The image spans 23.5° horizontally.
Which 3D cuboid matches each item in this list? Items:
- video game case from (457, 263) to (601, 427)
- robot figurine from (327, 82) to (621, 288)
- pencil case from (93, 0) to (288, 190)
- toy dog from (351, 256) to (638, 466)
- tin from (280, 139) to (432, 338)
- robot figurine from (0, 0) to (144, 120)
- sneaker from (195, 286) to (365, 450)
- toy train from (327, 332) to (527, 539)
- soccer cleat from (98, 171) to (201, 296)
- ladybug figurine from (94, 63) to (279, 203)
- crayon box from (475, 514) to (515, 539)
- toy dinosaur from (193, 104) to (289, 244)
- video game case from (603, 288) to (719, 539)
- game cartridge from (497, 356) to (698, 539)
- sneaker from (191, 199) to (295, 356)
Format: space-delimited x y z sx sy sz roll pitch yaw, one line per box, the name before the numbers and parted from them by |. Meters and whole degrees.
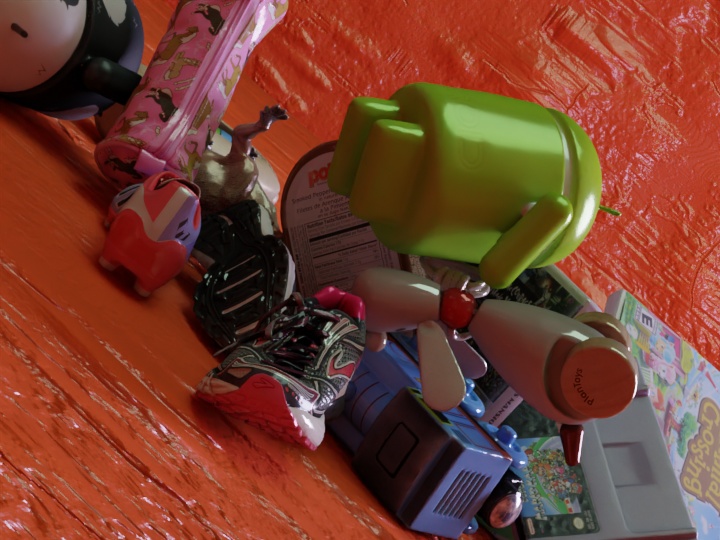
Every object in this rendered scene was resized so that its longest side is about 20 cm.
video game case | 0.078 0.055 1.318 0.023 0.182 0.200 40 5 -27
robot figurine | 0.080 -0.064 1.194 0.198 0.117 0.176 7 21 -27
pencil case | -0.128 -0.144 1.310 0.082 0.201 0.087 16 -26 20
toy dog | 0.090 0.065 1.139 0.198 0.097 0.131 20 14 27
tin | 0.000 0.000 1.302 0.042 0.111 0.203 -4 81 -61
robot figurine | -0.242 -0.188 1.342 0.148 0.127 0.200 -2 -7 16
sneaker | -0.043 0.053 1.039 0.080 0.075 0.200 24 9 4
toy train | 0.030 0.101 1.182 0.114 0.087 0.200 24 17 -49
soccer cleat | -0.134 -0.037 1.176 0.067 0.077 0.200 39 7 -9
ladybug figurine | -0.158 -0.109 1.532 0.199 0.072 0.136 36 9 -17
crayon box | 0.139 0.187 1.330 0.200 0.058 0.119 43 6 17
toy dinosaur | -0.132 -0.062 1.358 0.198 0.137 0.086 12 -30 15
video game case | 0.245 0.140 1.367 0.182 0.022 0.201 39 46 -18
game cartridge | 0.164 0.147 1.249 0.128 0.039 0.201 0 47 -13
sneaker | -0.072 0.017 1.208 0.200 0.073 0.080 -108 172 -67
